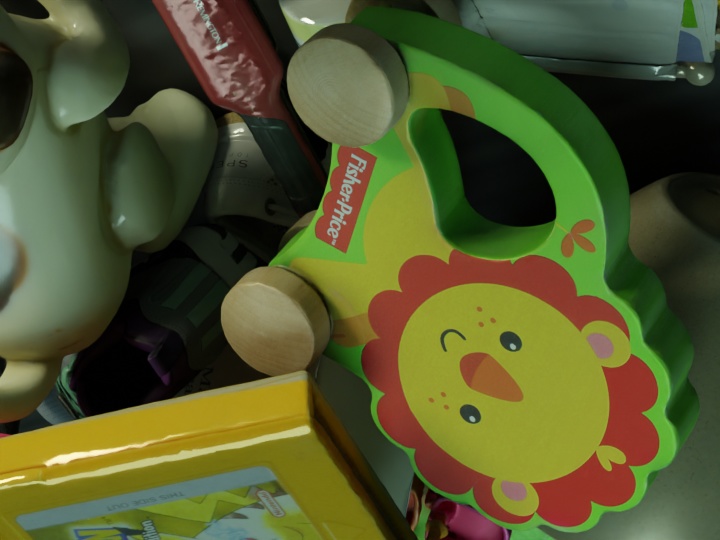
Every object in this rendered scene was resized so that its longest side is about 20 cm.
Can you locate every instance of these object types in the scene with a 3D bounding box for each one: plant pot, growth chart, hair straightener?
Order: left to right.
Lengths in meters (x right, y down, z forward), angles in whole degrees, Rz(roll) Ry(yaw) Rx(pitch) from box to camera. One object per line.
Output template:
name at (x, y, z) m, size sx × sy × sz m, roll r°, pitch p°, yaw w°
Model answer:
hair straightener at (-0.039, -0.082, 0.936) m, size 0.041 × 0.077 × 0.200 m, roll -29°, pitch 124°, yaw 10°
growth chart at (0.096, -0.105, 0.844) m, size 0.144 × 0.018 × 0.200 m, roll 7°, pitch 169°, yaw 2°
plant pot at (0.154, 0.036, 0.979) m, size 0.200 × 0.200 × 0.135 m, roll 15°, pitch 115°, yaw -7°

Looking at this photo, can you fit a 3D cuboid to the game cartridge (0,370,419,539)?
game cartridge at (-0.086, 0.118, 0.945) m, size 0.199 × 0.033 × 0.176 m, roll -14°, pitch 143°, yaw 13°

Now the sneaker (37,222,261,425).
sneaker at (-0.124, 0.044, 1.031) m, size 0.074 × 0.088 × 0.200 m, roll 47°, pitch 141°, yaw -6°

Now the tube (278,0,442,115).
tube at (0.017, -0.061, 0.955) m, size 0.052 × 0.058 × 0.200 m, roll 28°, pitch 156°, yaw 35°

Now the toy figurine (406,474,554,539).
toy figurine at (-0.001, 0.153, 1.157) m, size 0.199 × 0.184 × 0.150 m, roll 19°, pitch 125°, yaw 8°

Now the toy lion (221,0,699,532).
toy lion at (0.050, 0.008, 0.863) m, size 0.191 × 0.069 × 0.200 m, roll 28°, pitch 131°, yaw 13°

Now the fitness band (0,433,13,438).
fitness band at (-0.213, 0.113, 0.984) m, size 0.199 × 0.038 × 0.144 m, roll -9°, pitch 143°, yaw 10°

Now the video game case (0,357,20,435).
video game case at (-0.228, 0.002, 1.016) m, size 0.025 × 0.181 × 0.200 m, roll -21°, pitch 137°, yaw 29°

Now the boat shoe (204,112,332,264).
boat shoe at (0.000, 0.000, 1.051) m, size 0.200 × 0.070 × 0.071 m, roll 31°, pitch 144°, yaw -29°

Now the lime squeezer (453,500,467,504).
lime squeezer at (0.060, 0.085, 1.069) m, size 0.038 × 0.071 × 0.200 m, roll -4°, pitch -176°, yaw 13°

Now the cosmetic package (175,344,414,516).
cosmetic package at (-0.059, 0.077, 1.096) m, size 0.071 × 0.106 × 0.200 m, roll 15°, pitch 171°, yaw -38°

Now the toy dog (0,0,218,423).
toy dog at (-0.171, -0.052, 0.912) m, size 0.139 × 0.194 × 0.200 m, roll 9°, pitch 159°, yaw 20°
